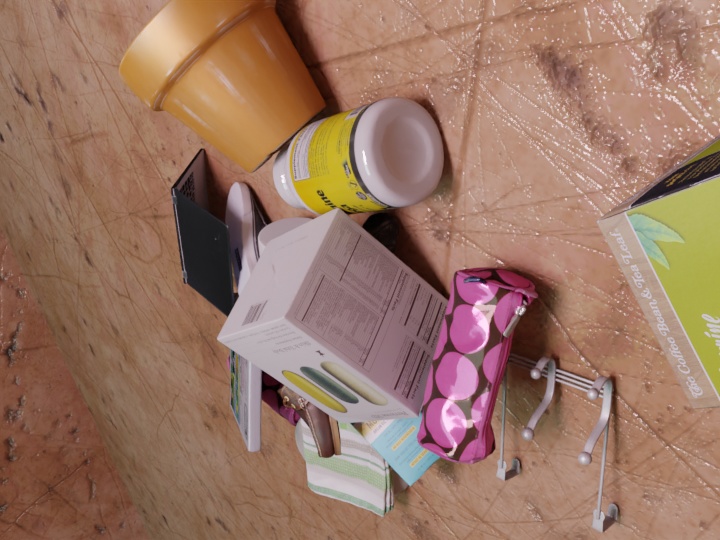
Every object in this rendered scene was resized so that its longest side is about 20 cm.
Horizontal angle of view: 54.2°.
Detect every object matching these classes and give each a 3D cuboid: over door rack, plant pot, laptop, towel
[{"bbox_3d":[0.202,0.187,0.773,0.148,0.067,0.200,18,127,46],"label":"over door rack"},{"bbox_3d":[-0.145,-0.224,0.833,0.183,0.200,0.200,48,147,-9],"label":"plant pot"},{"bbox_3d":[-0.228,-0.059,1.118,0.116,0.200,0.187,9,129,5],"label":"laptop"},{"bbox_3d":[-0.023,0.282,1.061,0.149,0.031,0.200,10,127,19],"label":"towel"}]

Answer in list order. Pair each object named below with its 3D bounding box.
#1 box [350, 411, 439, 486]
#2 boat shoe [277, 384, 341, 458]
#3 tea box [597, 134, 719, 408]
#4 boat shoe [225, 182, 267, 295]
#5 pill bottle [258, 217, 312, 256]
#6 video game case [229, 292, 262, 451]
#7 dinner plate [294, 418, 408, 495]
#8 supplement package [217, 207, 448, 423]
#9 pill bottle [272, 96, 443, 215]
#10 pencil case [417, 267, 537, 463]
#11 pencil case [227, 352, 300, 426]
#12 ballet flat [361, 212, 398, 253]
[{"bbox_3d":[0.028,0.188,0.958,0.200,0.082,0.049,44,-176,12],"label":"box"},{"bbox_3d":[-0.074,0.147,0.913,0.070,0.070,0.200,133,124,-78],"label":"boat shoe"},{"bbox_3d":[0.284,-0.036,0.388,0.197,0.200,0.134,-23,96,57],"label":"tea box"},{"bbox_3d":[-0.157,-0.039,1.073,0.072,0.068,0.200,-35,63,52],"label":"boat shoe"},{"bbox_3d":[-0.085,0.034,0.990,0.114,0.114,0.200,28,135,38],"label":"pill bottle"},{"bbox_3d":[-0.180,0.151,1.096,0.182,0.022,0.200,-149,59,-68],"label":"video game case"},{"bbox_3d":[-0.017,0.296,1.103,0.200,0.024,0.200,13,127,18],"label":"dinner plate"},{"bbox_3d":[-0.024,0.062,0.820,0.200,0.151,0.152,39,147,-24],"label":"supplement package"},{"bbox_3d":[-0.012,-0.119,0.787,0.200,0.112,0.113,-2,113,53],"label":"pill bottle"},{"bbox_3d":[0.119,0.098,0.722,0.094,0.091,0.200,23,107,46],"label":"pencil case"},{"bbox_3d":[-0.139,0.180,1.194,0.200,0.094,0.091,28,179,38],"label":"pencil case"},{"bbox_3d":[0.000,0.000,0.904,0.066,0.057,0.200,43,146,20],"label":"ballet flat"}]
